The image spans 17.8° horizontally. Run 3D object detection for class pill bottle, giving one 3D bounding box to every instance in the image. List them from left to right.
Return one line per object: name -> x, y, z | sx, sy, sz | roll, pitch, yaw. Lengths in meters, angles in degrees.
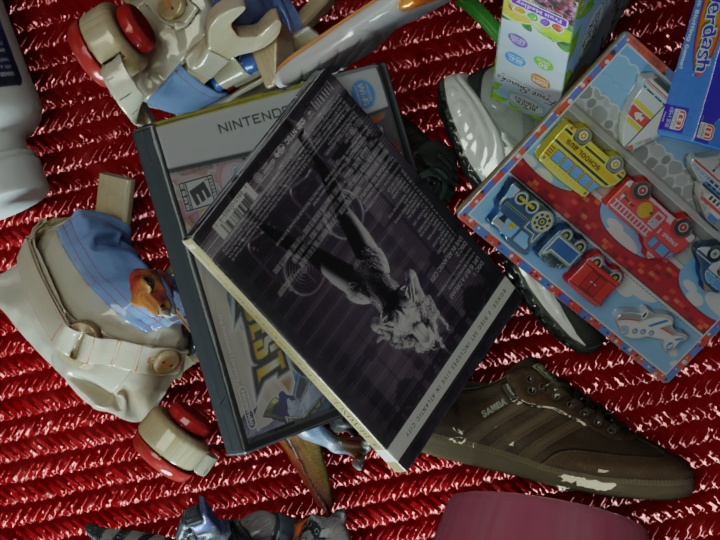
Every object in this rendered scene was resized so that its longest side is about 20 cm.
pill bottle -> -0.284, -0.133, 1.569 | 0.111, 0.111, 0.200 | -23, 82, 15

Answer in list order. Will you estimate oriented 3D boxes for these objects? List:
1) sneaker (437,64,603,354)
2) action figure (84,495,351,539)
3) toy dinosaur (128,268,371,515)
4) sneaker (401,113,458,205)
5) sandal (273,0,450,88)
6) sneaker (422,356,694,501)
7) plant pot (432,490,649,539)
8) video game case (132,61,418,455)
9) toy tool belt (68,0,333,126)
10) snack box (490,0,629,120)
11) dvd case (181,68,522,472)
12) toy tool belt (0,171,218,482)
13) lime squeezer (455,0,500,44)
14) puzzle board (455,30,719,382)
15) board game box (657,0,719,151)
sneaker -> 0.116, -0.042, 1.466 | 0.079, 0.074, 0.201 | -21, 86, -1
action figure -> -0.098, 0.185, 1.497 | 0.193, 0.200, 0.105 | -9, 47, 9
toy dinosaur -> -0.074, 0.068, 1.444 | 0.181, 0.105, 0.200 | 24, 122, -2
sneaker -> -0.018, -0.023, 1.513 | 0.200, 0.076, 0.091 | -52, 54, 15
sandal -> 0.024, -0.182, 1.386 | 0.206, 0.079, 0.059 | -31, 86, 14
sneaker -> 0.119, 0.096, 1.462 | 0.199, 0.070, 0.076 | 11, 91, 16
plant pot -> 0.101, 0.237, 1.412 | 0.199, 0.200, 0.179 | 6, 75, 17
video game case -> -0.031, -0.011, 1.381 | 0.025, 0.180, 0.200 | -13, 95, 53
toy tool belt -> -0.093, -0.159, 1.458 | 0.123, 0.200, 0.125 | -32, 78, 15
snack box -> 0.147, -0.205, 1.382 | 0.053, 0.142, 0.200 | 25, 66, 13
dvd case -> 0.000, 0.000, 1.377 | 0.200, 0.149, 0.016 | 48, 148, -20
toy tool belt -> -0.143, 0.031, 1.513 | 0.200, 0.125, 0.123 | 43, 98, 30
lime squeezer -> 0.147, -0.115, 1.447 | 0.200, 0.071, 0.038 | 18, 136, 1
puzzle board -> 0.177, -0.033, 1.407 | 0.200, 0.017, 0.151 | 37, 102, -29
board game box -> 0.288, -0.127, 1.367 | 0.200, 0.045, 0.152 | 13, 94, -26
